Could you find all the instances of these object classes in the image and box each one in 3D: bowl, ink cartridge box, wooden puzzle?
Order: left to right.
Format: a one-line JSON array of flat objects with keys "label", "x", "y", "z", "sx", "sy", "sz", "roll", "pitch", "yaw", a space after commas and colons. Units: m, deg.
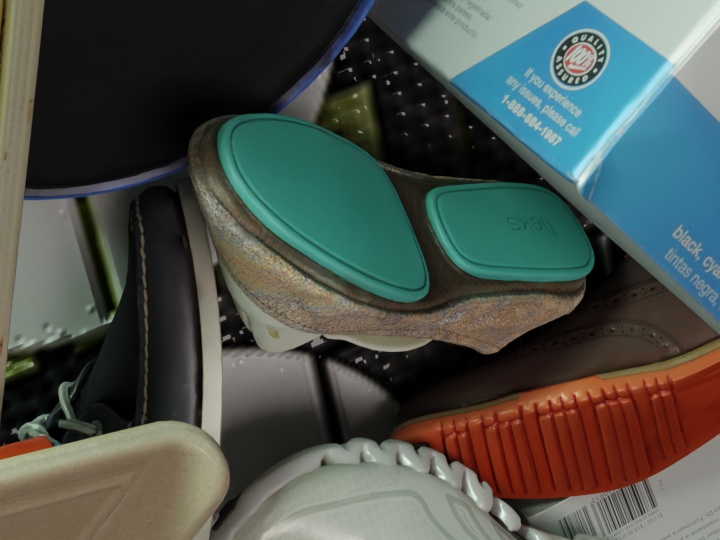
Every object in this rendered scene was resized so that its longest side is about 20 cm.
[{"label": "wooden puzzle", "x": -0.156, "y": 0.107, "z": 0.702, "sx": 0.199, "sy": 0.037, "sz": 0.185, "roll": -6, "pitch": 146, "yaw": -42}, {"label": "bowl", "x": -0.076, "y": -0.103, "z": 0.695, "sx": 0.199, "sy": 0.039, "sz": 0.202, "roll": -16, "pitch": 136, "yaw": -16}, {"label": "ink cartridge box", "x": 0.134, "y": -0.096, "z": 0.777, "sx": 0.200, "sy": 0.147, "sz": 0.144, "roll": -48, "pitch": 128, "yaw": 4}]

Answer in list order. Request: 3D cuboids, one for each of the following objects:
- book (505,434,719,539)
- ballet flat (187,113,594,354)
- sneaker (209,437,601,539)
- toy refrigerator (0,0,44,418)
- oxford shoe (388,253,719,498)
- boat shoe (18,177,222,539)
[{"label": "book", "x": 0.145, "y": 0.129, "z": 0.974, "sx": 0.133, "sy": 0.048, "sz": 0.201, "roll": -28, "pitch": 126, "yaw": -8}, {"label": "ballet flat", "x": 0.000, "y": 0.000, "z": 0.786, "sx": 0.067, "sy": 0.068, "sz": 0.199, "roll": -36, "pitch": 151, "yaw": 29}, {"label": "sneaker", "x": 0.038, "y": 0.119, "z": 0.854, "sx": 0.199, "sy": 0.081, "sz": 0.075, "roll": 22, "pitch": 114, "yaw": -32}, {"label": "toy refrigerator", "x": -0.134, "y": -0.020, "z": 0.651, "sx": 0.075, "sy": 0.070, "sz": 0.201, "roll": -18, "pitch": 139, "yaw": -32}, {"label": "oxford shoe", "x": 0.102, "y": 0.027, "z": 0.888, "sx": 0.198, "sy": 0.073, "sz": 0.071, "roll": -15, "pitch": 148, "yaw": -3}, {"label": "boat shoe", "x": -0.079, "y": 0.067, "z": 0.798, "sx": 0.062, "sy": 0.073, "sz": 0.202, "roll": 2, "pitch": 111, "yaw": -9}]
